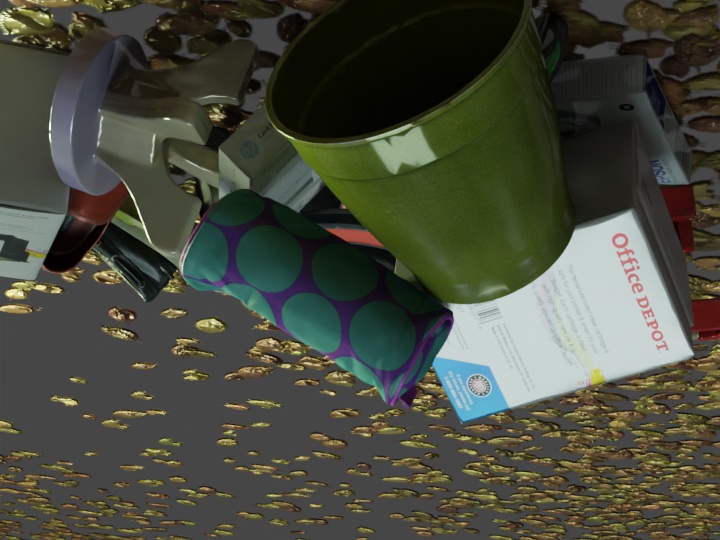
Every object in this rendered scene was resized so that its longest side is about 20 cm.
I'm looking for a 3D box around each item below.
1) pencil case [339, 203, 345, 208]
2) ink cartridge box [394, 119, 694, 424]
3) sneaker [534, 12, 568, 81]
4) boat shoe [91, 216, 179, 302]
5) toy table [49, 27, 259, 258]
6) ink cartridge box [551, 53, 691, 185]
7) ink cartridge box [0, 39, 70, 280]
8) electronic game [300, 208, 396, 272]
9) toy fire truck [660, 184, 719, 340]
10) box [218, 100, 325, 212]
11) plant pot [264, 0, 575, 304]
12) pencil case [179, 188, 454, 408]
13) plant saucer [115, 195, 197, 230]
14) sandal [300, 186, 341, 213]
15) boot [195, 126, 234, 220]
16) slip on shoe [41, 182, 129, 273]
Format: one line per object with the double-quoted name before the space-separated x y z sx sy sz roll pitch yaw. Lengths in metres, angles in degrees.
"pencil case" 0.029 -0.067 1.634 0.086 0.083 0.200 10 154 -8
"ink cartridge box" 0.148 0.000 1.447 0.199 0.145 0.148 -17 120 18
"sneaker" 0.077 -0.139 1.411 0.199 0.078 0.085 -33 109 29
"boat shoe" -0.271 -0.035 1.782 0.199 0.066 0.074 31 172 -7
"toy table" -0.165 -0.114 1.472 0.116 0.185 0.200 19 -179 10
"ink cartridge box" 0.163 -0.118 1.538 0.199 0.041 0.200 -1 161 22
"ink cartridge box" -0.300 -0.091 1.589 0.082 0.147 0.200 8 162 -15
"electronic game" 0.000 0.000 1.638 0.198 0.042 0.200 8 155 3
"toy fire truck" 0.271 -0.005 1.628 0.048 0.142 0.200 -6 176 -6
"box" -0.050 -0.102 1.484 0.041 0.156 0.200 42 165 8
"plant pot" 0.063 -0.085 1.305 0.199 0.201 0.193 -6 131 31
"pencil case" -0.032 0.019 1.369 0.199 0.085 0.093 31 130 10
"plant saucer" -0.178 -0.034 1.802 0.199 0.031 0.200 31 175 3
"sandal" -0.039 -0.070 1.738 0.075 0.043 0.200 2 161 10
"boot" -0.108 -0.090 1.683 0.075 0.074 0.200 -7 171 -10
"slip on shoe" -0.244 -0.072 1.675 0.074 0.061 0.200 20 128 -27
